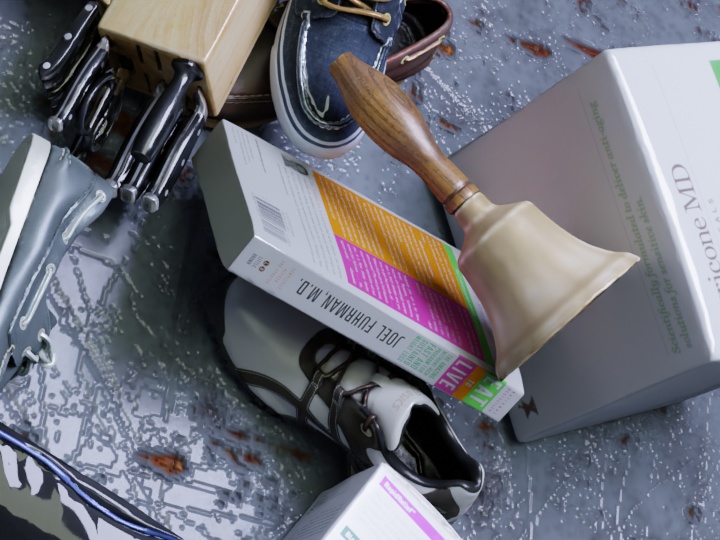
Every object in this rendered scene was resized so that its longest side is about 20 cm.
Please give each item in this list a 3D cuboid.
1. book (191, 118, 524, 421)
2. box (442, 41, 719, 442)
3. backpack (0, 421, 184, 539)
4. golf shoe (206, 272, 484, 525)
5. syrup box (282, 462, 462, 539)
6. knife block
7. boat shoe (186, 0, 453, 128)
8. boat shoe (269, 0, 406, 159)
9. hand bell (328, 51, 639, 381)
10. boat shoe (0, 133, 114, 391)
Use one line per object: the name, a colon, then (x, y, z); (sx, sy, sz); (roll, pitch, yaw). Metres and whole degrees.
book: (0.000, 0.000, 0.892); (0.200, 0.048, 0.134); (31, 20, -28)
box: (0.186, -0.019, 0.982); (0.171, 0.200, 0.200); (-9, 76, -33)
backpack: (-0.182, 0.172, 0.698); (0.200, 0.154, 0.191); (34, 76, -11)
golf shoe: (-0.002, 0.067, 0.898); (0.200, 0.094, 0.078); (46, 58, -6)
syrup box: (-0.031, 0.205, 0.833); (0.081, 0.079, 0.200); (47, 54, -6)
knife block: (-0.094, -0.136, 0.898); (0.199, 0.064, 0.176); (-21, 68, -8)
boat shoe: (-0.030, -0.144, 0.981); (0.200, 0.070, 0.071); (-20, 84, -34)
boat shoe: (-0.003, -0.171, 0.909); (0.071, 0.091, 0.201); (13, 75, -14)
hand bell: (0.054, -0.047, 0.868); (0.104, 0.104, 0.200); (-35, 81, -36)
boat shoe: (-0.182, 0.024, 0.816); (0.062, 0.073, 0.201); (25, 62, -25)
